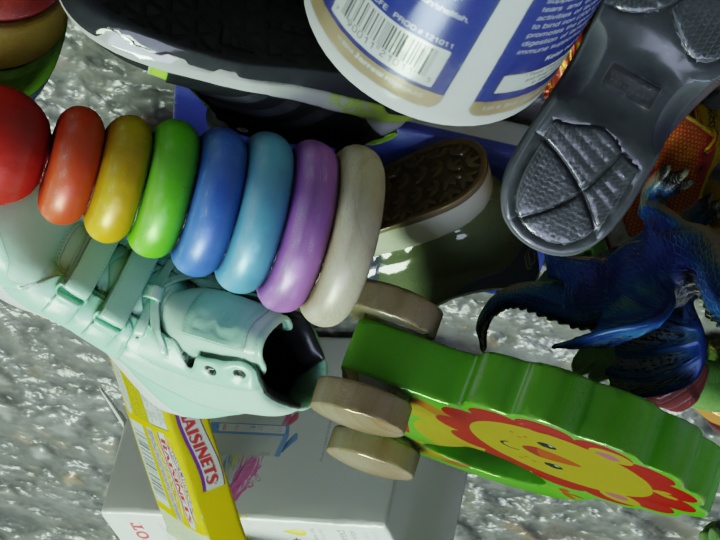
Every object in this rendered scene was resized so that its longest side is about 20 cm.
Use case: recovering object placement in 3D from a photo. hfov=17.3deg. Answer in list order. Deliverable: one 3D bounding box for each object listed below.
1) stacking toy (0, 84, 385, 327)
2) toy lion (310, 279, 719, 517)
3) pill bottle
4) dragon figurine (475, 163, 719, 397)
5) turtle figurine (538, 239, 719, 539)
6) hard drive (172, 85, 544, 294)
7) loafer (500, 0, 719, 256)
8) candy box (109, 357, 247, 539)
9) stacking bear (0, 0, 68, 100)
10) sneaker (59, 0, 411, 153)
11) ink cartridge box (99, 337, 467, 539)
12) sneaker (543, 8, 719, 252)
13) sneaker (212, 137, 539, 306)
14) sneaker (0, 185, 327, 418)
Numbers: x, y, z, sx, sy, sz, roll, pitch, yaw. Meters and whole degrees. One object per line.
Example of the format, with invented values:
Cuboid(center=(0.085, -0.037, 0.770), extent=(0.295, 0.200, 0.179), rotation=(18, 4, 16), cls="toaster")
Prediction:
Cuboid(center=(-0.094, -0.035, 1.064), extent=(0.200, 0.086, 0.085), rotation=(13, 149, -12), cls="stacking toy")
Cuboid(center=(0.078, 0.076, 1.138), extent=(0.191, 0.069, 0.200), rotation=(19, 167, 7), cls="toy lion")
Cuboid(center=(0.060, -0.158, 0.924), extent=(0.116, 0.116, 0.200), rotation=(20, 140, -10), cls="pill bottle")
Cuboid(center=(0.124, 0.019, 1.081), extent=(0.200, 0.100, 0.059), rotation=(-24, 140, 29), cls="dragon figurine")
Cuboid(center=(0.159, 0.085, 1.249), extent=(0.200, 0.144, 0.194), rotation=(-22, 133, 37), cls="turtle figurine")
Cuboid(center=(0.002, -0.046, 1.212), extent=(0.200, 0.025, 0.132), rotation=(13, 148, 1), cls="hard drive")
Cuboid(center=(0.126, -0.098, 1.001), extent=(0.072, 0.063, 0.200), rotation=(35, 105, -8), cls="loafer")
Cuboid(center=(-0.111, 0.053, 1.257), extent=(0.026, 0.200, 0.102), rotation=(-20, -169, -19), cls="candy box")
Cuboid(center=(-0.183, -0.133, 1.075), extent=(0.114, 0.122, 0.200), rotation=(24, 139, -11), cls="stacking bear")
Cuboid(center=(-0.056, -0.088, 1.080), extent=(0.200, 0.072, 0.083), rotation=(14, 137, -32), cls="sneaker")
Cuboid(center=(-0.052, 0.122, 1.400), extent=(0.200, 0.125, 0.129), rotation=(0, 146, 19), cls="ink cartridge box")
Cuboid(center=(0.127, -0.076, 1.098), extent=(0.077, 0.073, 0.200), rotation=(-21, 143, 10), cls="sneaker")
Cuboid(center=(0.000, 0.000, 1.194), extent=(0.200, 0.067, 0.090), rotation=(-15, 133, 33), cls="sneaker")
Cuboid(center=(-0.096, 0.003, 1.118), extent=(0.118, 0.074, 0.200), rotation=(-1, 148, 44), cls="sneaker")
